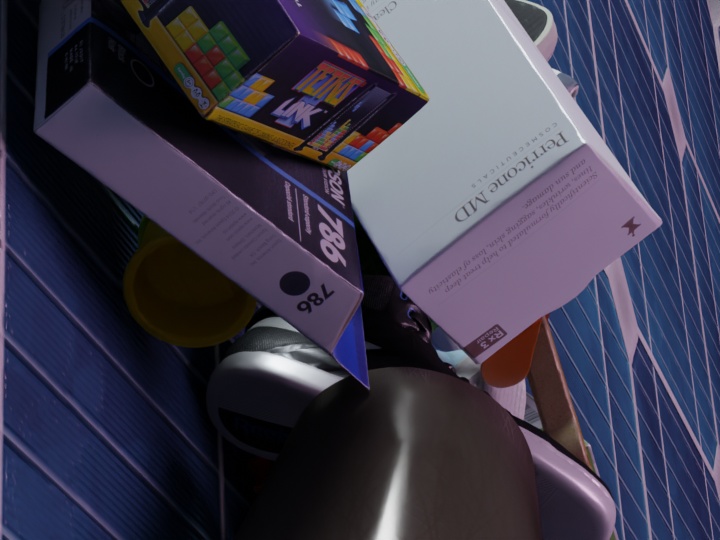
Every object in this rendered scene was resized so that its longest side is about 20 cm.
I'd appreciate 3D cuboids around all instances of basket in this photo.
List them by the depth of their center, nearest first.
[{"bbox_3d":[0.008,0.144,1.113,0.200,0.180,0.136,-78,173,-54],"label":"basket"}]

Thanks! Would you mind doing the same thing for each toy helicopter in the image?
[{"bbox_3d":[0.092,0.026,1.410,0.132,0.079,0.201,-96,168,-79],"label":"toy helicopter"}]

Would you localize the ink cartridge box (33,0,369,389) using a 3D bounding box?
[{"bbox_3d":[-0.055,-0.040,1.130,0.200,0.039,0.100,39,25,-30],"label":"ink cartridge box"}]

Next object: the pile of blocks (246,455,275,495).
[{"bbox_3d":[-0.028,0.129,1.271,0.062,0.082,0.200,16,40,-25],"label":"pile of blocks"}]

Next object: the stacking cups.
[{"bbox_3d":[-0.072,-0.043,1.231,0.200,0.060,0.061,-88,161,-58],"label":"stacking cups"}]

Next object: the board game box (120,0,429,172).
[{"bbox_3d":[-0.069,-0.144,1.121,0.200,0.057,0.165,54,12,16],"label":"board game box"}]

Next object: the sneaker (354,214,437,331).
[{"bbox_3d":[0.000,0.000,1.369,0.074,0.083,0.200,-60,149,-7],"label":"sneaker"}]

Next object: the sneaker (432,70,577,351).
[{"bbox_3d":[0.088,-0.035,1.647,0.073,0.071,0.201,-35,138,-58],"label":"sneaker"}]

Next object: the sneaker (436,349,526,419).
[{"bbox_3d":[0.019,0.089,1.427,0.200,0.082,0.074,-16,99,-63],"label":"sneaker"}]

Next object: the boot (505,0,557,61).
[{"bbox_3d":[0.051,-0.062,1.550,0.200,0.072,0.145,-46,144,-39],"label":"boot"}]

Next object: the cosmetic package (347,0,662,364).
[{"bbox_3d":[0.043,-0.066,1.248,0.081,0.113,0.200,44,10,-43],"label":"cosmetic package"}]

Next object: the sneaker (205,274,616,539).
[{"bbox_3d":[0.037,0.057,1.251,0.112,0.199,0.073,-62,171,-49],"label":"sneaker"}]

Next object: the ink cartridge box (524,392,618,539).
[{"bbox_3d":[0.123,0.181,1.691,0.104,0.059,0.200,41,-26,58],"label":"ink cartridge box"}]
